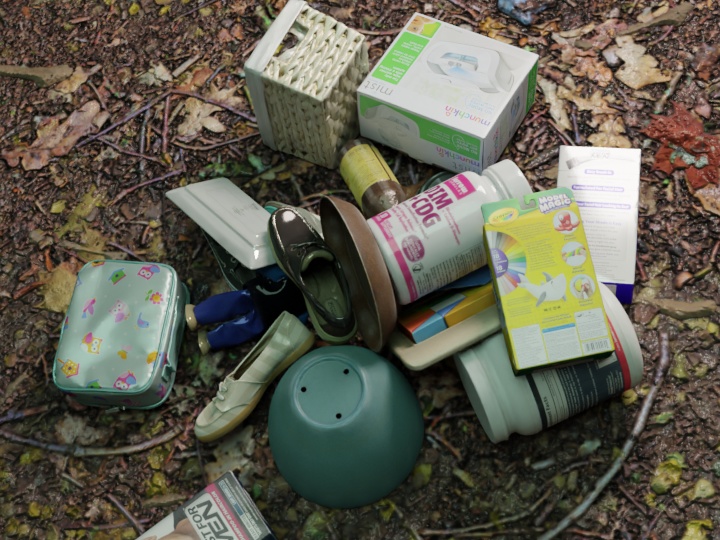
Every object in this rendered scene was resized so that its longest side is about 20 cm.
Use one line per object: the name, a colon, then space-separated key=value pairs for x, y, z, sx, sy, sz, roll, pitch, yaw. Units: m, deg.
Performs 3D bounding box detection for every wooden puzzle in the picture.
wooden puzzle: x=0.116 y=0.050 z=1.389 sx=0.183 sy=0.200 sz=0.038 roll=-27 pitch=102 yaw=-5

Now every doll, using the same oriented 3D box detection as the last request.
doll: x=-0.128 y=0.039 z=1.469 sx=0.198 sy=0.138 sz=0.049 roll=-21 pitch=23 yaw=5

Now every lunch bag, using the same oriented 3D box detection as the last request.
lunch bag: x=-0.311 y=0.088 z=1.490 sx=0.158 sy=0.077 sz=0.202 roll=3 pitch=64 yaw=10

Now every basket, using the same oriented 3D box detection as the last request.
basket: x=-0.066 y=-0.250 z=1.555 sx=0.122 sy=0.201 sz=0.136 roll=26 pitch=70 yaw=16

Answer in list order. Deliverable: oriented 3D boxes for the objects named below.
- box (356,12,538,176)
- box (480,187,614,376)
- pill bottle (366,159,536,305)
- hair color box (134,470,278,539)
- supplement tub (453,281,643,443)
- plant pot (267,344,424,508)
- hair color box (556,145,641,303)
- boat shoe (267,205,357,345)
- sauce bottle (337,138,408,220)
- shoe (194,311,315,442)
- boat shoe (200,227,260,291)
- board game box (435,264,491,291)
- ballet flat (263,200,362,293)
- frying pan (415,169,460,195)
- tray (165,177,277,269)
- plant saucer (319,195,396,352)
box: x=0.121 y=-0.241 z=1.563 sx=0.198 sy=0.097 sz=0.177 roll=24 pitch=59 yaw=20
box: x=0.209 y=0.010 z=1.284 sx=0.116 sy=0.048 sz=0.203 roll=-11 pitch=75 yaw=1
pill bottle: x=0.112 y=-0.051 z=1.376 sx=0.198 sy=0.114 sz=0.114 roll=-27 pitch=62 yaw=-6
hair color box: x=-0.206 y=0.345 z=1.350 sx=0.199 sy=0.061 sz=0.100 roll=-36 pitch=63 yaw=-9
supplement tub: x=0.225 y=0.110 z=1.350 sx=0.198 sy=0.141 sz=0.141 roll=-24 pitch=61 yaw=-3
plant pot: x=-0.027 y=0.172 z=1.365 sx=0.197 sy=0.135 sz=0.203 roll=-4 pitch=63 yaw=8
hair color box: x=0.307 y=-0.062 z=1.469 sx=0.108 sy=0.065 sz=0.203 roll=4 pitch=66 yaw=12
boat shoe: x=-0.055 y=-0.006 z=1.393 sx=0.073 sy=0.065 sz=0.201 roll=-22 pitch=65 yaw=-21
sauce bottle: x=0.025 y=-0.100 z=1.505 sx=0.064 sy=0.065 sz=0.201 roll=-23 pitch=42 yaw=-3
shoe: x=-0.144 y=0.134 z=1.434 sx=0.200 sy=0.054 sz=0.070 roll=-45 pitch=22 yaw=-14
boat shoe: x=-0.173 y=-0.030 z=1.538 sx=0.068 sy=0.057 sz=0.201 roll=-33 pitch=62 yaw=-8
board game box: x=0.111 y=-0.017 z=1.461 sx=0.197 sy=0.039 sz=0.159 roll=-9 pitch=42 yaw=16
ballet flat: x=-0.048 y=-0.035 z=1.526 sx=0.199 sy=0.068 sz=0.063 roll=38 pitch=47 yaw=23
frying pan: x=0.142 y=-0.064 z=1.520 sx=0.114 sy=0.031 sz=0.191 roll=-26 pitch=59 yaw=-3
tray: x=-0.162 y=-0.071 z=1.490 sx=0.107 sy=0.022 sz=0.200 roll=-16 pitch=43 yaw=-41
plant saucer: x=0.000 y=0.000 z=1.375 sx=0.034 sy=0.201 sz=0.202 roll=-19 pitch=61 yaw=-11
